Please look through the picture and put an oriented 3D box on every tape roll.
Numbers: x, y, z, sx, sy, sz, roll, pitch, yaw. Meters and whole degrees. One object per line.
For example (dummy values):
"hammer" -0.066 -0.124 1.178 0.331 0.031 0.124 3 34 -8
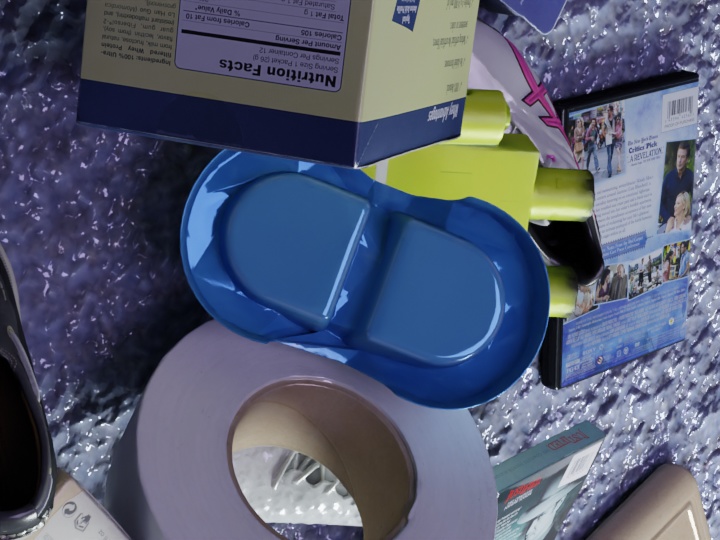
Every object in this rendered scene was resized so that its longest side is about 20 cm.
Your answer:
"tape roll" -0.030 0.119 0.884 0.202 0.203 0.071 -20 155 -37

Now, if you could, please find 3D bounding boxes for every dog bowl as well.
"dog bowl" 0.000 0.000 0.882 0.199 0.050 0.112 21 85 -10

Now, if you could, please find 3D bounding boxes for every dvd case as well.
"dvd case" 0.077 0.195 1.061 0.146 0.022 0.201 -16 136 -54
"dvd case" 0.179 -0.029 1.153 0.142 0.018 0.201 -16 115 -38

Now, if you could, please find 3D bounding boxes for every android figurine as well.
"android figurine" 0.031 -0.018 0.949 0.199 0.041 0.183 3 113 -13

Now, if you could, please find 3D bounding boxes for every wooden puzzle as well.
"wooden puzzle" 0.206 0.272 1.266 0.185 0.037 0.201 -39 122 -27

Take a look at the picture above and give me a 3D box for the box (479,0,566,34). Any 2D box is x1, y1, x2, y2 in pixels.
"box" 0.070 -0.234 0.977 0.200 0.032 0.122 30 83 -42

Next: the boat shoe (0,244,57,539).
"boat shoe" -0.185 0.024 0.749 0.072 0.068 0.201 -20 83 -12

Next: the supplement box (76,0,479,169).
"supplement box" -0.024 -0.163 0.789 0.200 0.134 0.201 -27 126 -71

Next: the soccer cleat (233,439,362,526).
"soccer cleat" -0.008 0.119 0.982 0.199 0.085 0.069 5 100 -43

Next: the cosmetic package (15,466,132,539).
"cosmetic package" -0.211 0.178 0.803 0.200 0.103 0.073 -50 130 -21

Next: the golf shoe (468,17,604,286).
"golf shoe" 0.095 -0.073 1.004 0.073 0.092 0.200 -38 127 0
